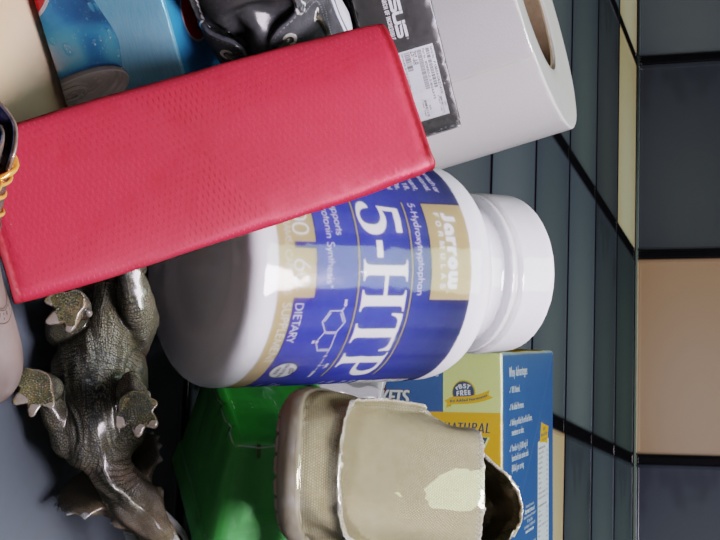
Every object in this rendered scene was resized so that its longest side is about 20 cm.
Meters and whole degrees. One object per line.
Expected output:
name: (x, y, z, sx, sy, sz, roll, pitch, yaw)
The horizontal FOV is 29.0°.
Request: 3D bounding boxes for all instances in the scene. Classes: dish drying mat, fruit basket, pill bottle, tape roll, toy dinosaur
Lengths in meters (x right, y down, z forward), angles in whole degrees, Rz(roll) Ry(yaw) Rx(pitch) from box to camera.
dish drying mat: (-0.069, -0.051, 0.623, 0.018, 0.199, 0.077, 165, -93, -76)
fruit basket: (-0.046, 0.159, 0.742, 0.185, 0.093, 0.201, -129, -143, -69)
pill bottle: (0.000, 0.000, 0.742, 0.199, 0.120, 0.120, 0, 89, -34)
tape roll: (0.065, -0.181, 1.035, 0.203, 0.139, 0.203, -16, 90, -72)
toy dinosaur: (-0.122, 0.039, 0.656, 0.102, 0.077, 0.201, 118, -32, -70)

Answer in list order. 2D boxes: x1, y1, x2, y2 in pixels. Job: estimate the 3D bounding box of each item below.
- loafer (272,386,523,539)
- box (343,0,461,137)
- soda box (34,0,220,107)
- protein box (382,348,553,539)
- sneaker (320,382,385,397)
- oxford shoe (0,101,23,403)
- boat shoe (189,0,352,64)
loafer: (0.022, 0.095, 0.642, 0.200, 0.068, 0.076, 27, 60, -63)
box: (0.001, -0.188, 0.797, 0.160, 0.043, 0.201, -109, -177, -69)
soda box: (-0.117, -0.155, 0.658, 0.064, 0.068, 0.201, -66, 150, -55)
protein box: (0.070, 0.162, 1.104, 0.198, 0.134, 0.201, 7, 82, -71)
sneaker: (-0.021, 0.083, 0.976, 0.200, 0.075, 0.082, -80, -163, -48)
oxford shoe: (-0.160, -0.021, 0.516, 0.071, 0.073, 0.200, -71, 153, -47)
boat shoe: (-0.045, -0.114, 0.674, 0.200, 0.070, 0.067, 49, 39, -77)
